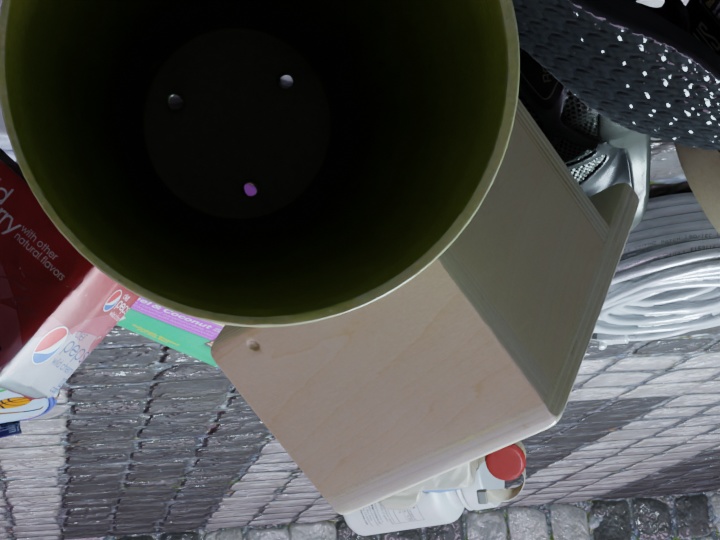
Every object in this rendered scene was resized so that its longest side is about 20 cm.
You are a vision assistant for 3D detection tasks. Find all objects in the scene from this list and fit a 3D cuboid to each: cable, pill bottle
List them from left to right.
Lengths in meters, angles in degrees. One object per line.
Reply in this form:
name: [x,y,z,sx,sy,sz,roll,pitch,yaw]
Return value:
pill bottle: [0.079,0.274,2.051,0.198,0.116,0.114,-12,164,25]
cable: [0.232,-0.002,1.178,0.198,0.070,0.200,-8,164,7]

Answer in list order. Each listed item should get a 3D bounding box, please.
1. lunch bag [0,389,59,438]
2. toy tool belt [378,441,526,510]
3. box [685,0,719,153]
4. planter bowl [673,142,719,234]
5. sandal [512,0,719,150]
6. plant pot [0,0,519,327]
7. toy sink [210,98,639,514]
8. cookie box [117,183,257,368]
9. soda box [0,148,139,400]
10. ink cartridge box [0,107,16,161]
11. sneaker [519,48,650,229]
lunch bag: [-0.274,0.055,0.995,0.158,0.076,0.200,-10,159,-11]
toy tool belt: [0.100,0.202,1.842,0.198,0.126,0.123,-6,-163,15]
box: [0.222,-0.085,0.649,0.086,0.164,0.200,-36,170,-13]
planter bowl: [0.271,-0.056,0.860,0.198,0.136,0.200,-6,165,-2]
sandal: [0.093,-0.117,0.666,0.199,0.048,0.075,32,161,-21]
plant pot: [-0.045,-0.072,0.657,0.185,0.190,0.200,-4,179,-6]
toy sink: [0.036,-0.005,0.754,0.130,0.112,0.200,-27,-162,34]
cookie box: [-0.068,-0.015,0.923,0.170,0.076,0.199,26,149,-30]
soda box: [-0.187,-0.036,0.665,0.070,0.200,0.063,-48,165,-5]
ink cartridge box: [-0.238,-0.058,0.849,0.196,0.044,0.200,3,164,-29]
sneaker: [0.101,-0.072,0.862,0.113,0.077,0.200,-6,162,11]
